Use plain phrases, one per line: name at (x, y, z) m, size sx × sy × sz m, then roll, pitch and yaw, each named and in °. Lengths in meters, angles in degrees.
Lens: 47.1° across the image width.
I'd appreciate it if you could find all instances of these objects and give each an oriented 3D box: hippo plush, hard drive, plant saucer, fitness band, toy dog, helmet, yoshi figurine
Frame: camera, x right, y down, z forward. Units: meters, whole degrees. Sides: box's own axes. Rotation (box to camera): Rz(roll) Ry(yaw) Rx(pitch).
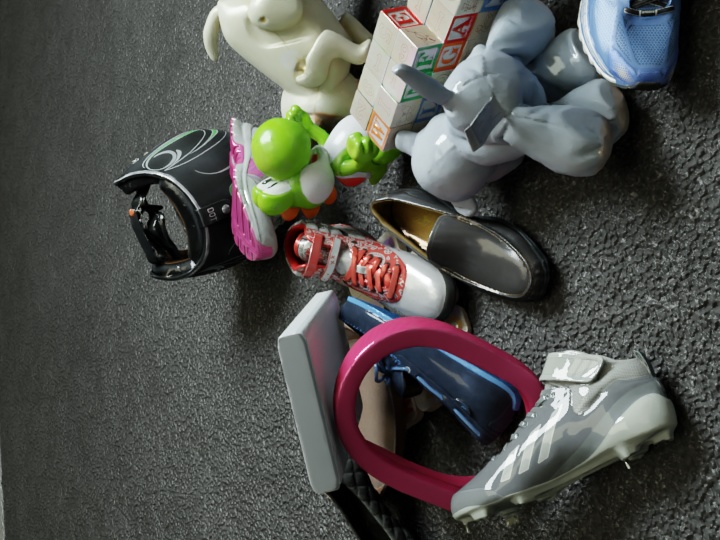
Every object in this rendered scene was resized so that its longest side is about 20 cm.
hippo plush at (0.119, -0.109, 0.706) m, size 0.159 × 0.200 × 0.161 m, roll 44°, pitch 146°, yaw 9°
hard drive at (-0.031, 0.100, 0.755) m, size 0.026 × 0.200 × 0.133 m, roll -12°, pitch 97°, yaw 8°
plant saucer at (-0.007, 0.159, 0.904) m, size 0.200 × 0.034 × 0.202 m, roll 1°, pitch 91°, yaw 57°
fitness band at (0.070, 0.123, 0.699) m, size 0.144 × 0.199 × 0.037 m, roll -61°, pitch 16°, yaw 10°
toy dog at (-0.067, -0.235, 0.935) m, size 0.193 × 0.201 × 0.140 m, roll -24°, pitch 21°, yaw 9°
helmet at (-0.202, -0.090, 1.073) m, size 0.198 × 0.191 × 0.202 m, roll 14°, pitch 120°, yaw 25°
yoshi figurine at (-0.029, -0.135, 0.843) m, size 0.112 × 0.199 × 0.112 m, roll 57°, pitch 165°, yaw 4°

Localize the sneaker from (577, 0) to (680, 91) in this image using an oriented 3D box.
sneaker at (0.211, -0.236, 0.627) m, size 0.089 × 0.078 × 0.202 m, roll 75°, pitch -167°, yaw -82°

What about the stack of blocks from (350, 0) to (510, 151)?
stack of blocks at (0.074, -0.210, 0.737) m, size 0.059 × 0.114 × 0.201 m, roll 53°, pitch 144°, yaw 26°

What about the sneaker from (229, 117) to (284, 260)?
sneaker at (-0.101, -0.096, 0.924) m, size 0.082 × 0.087 × 0.201 m, roll 103°, pitch 163°, yaw -50°

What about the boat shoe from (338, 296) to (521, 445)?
boat shoe at (0.051, 0.091, 0.774) m, size 0.199 × 0.084 × 0.069 m, roll 31°, pitch 96°, yaw 33°

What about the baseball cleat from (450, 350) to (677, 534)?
baseball cleat at (0.151, 0.131, 0.671) m, size 0.199 × 0.070 × 0.107 m, roll -30°, pitch 63°, yaw 18°

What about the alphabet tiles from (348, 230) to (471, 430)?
alphabet tiles at (0.037, 0.063, 0.890) m, size 0.196 × 0.014 × 0.201 m, roll -42°, pitch 54°, yaw 41°

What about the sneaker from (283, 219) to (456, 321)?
sneaker at (-0.001, 0.001, 0.845) m, size 0.201 × 0.107 × 0.068 m, roll 32°, pitch 111°, yaw 49°

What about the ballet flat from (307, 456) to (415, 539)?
ballet flat at (0.010, 0.263, 0.822) m, size 0.066 × 0.057 × 0.201 m, roll -35°, pitch 87°, yaw 43°

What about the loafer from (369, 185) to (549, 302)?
loafer at (0.088, -0.023, 0.779) m, size 0.199 × 0.072 × 0.073 m, roll 30°, pitch 116°, yaw 44°
